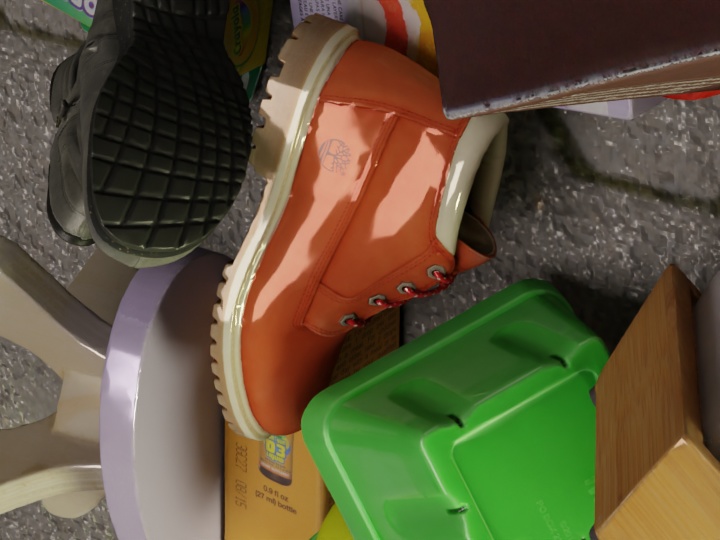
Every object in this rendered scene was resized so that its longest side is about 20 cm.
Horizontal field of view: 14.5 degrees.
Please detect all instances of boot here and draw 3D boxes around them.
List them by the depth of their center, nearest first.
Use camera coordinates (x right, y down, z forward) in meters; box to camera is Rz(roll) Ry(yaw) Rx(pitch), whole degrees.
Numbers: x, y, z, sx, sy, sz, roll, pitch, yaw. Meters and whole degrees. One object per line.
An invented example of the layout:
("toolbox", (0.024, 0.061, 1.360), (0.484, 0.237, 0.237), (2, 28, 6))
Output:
("boot", (0.000, 0.000, 1.207), (0.107, 0.075, 0.200), (22, 121, 12))
("boot", (-0.100, -0.050, 1.220), (0.068, 0.200, 0.131), (16, 136, -16))

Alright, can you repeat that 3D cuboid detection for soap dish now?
("soap dish", (0.156, 0.094, 1.072), (0.081, 0.200, 0.157), (-38, 101, 15))

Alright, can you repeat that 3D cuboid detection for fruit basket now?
("fruit basket", (0.058, 0.122, 1.239), (0.216, 0.155, 0.216), (54, 163, 25))

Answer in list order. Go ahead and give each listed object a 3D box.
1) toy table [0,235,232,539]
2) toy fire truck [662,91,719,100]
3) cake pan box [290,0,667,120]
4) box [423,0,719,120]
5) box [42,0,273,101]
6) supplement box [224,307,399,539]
("toy table", (-0.120, 0.061, 1.353), (0.117, 0.184, 0.200), (14, 127, 24))
("toy fire truck", (0.178, -0.083, 1.046), (0.176, 0.129, 0.201), (9, 107, 40))
("cake pan box", (0.044, -0.171, 1.157), (0.184, 0.052, 0.200), (13, 121, 36))
("box", (0.117, -0.163, 0.876), (0.164, 0.166, 0.201), (-11, 89, 43))
("box", (-0.091, -0.172, 1.285), (0.117, 0.048, 0.200), (30, 131, 29))
("supplement box", (-0.023, 0.089, 1.348), (0.066, 0.069, 0.200), (22, 127, 32))
